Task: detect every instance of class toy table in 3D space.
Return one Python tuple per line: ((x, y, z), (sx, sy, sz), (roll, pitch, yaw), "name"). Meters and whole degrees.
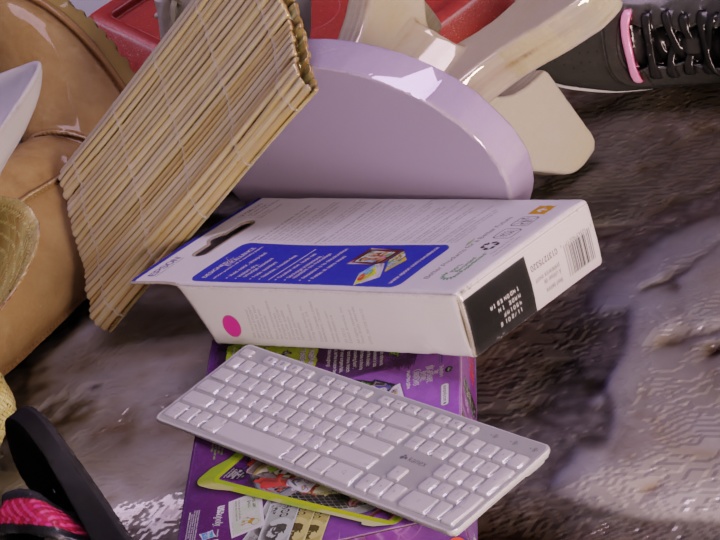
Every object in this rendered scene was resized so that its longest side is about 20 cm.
((0.026, -0.087, 1.348), (0.199, 0.184, 0.117), (10, 52, 44), "toy table")

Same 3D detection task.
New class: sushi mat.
((-0.084, -0.065, 1.343), (0.012, 0.200, 0.096), (6, 52, -35), "sushi mat")

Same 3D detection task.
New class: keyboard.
((-0.007, 0.066, 1.169), (0.056, 0.011, 0.200), (-33, 29, -29), "keyboard")

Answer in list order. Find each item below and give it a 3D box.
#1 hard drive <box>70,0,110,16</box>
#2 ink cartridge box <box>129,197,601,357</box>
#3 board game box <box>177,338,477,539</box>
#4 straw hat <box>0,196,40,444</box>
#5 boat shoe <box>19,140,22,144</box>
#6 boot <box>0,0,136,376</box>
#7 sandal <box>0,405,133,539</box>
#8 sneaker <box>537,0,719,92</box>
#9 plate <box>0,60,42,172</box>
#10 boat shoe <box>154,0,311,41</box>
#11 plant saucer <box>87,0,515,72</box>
((-0.197, -0.142, 1.703), (0.199, 0.026, 0.132), (-15, 20, -41), "hard drive")
((0.000, 0.000, 1.269), (0.199, 0.037, 0.095), (4, 28, 42), "ink cartridge box")
((-0.011, 0.072, 1.203), (0.119, 0.032, 0.200), (-17, 24, 11), "board game box")
((-0.207, 0.062, 1.296), (0.200, 0.085, 0.201), (-26, 25, 13), "straw hat")
((-0.168, -0.063, 1.561), (0.073, 0.075, 0.200), (9, 40, 24), "boat shoe")
((-0.189, -0.046, 1.440), (0.175, 0.066, 0.200), (42, 52, 14), "boot")
((-0.113, 0.113, 1.144), (0.045, 0.075, 0.200), (-34, 29, -8), "sandal")
((0.172, -0.115, 1.403), (0.199, 0.071, 0.099), (-8, 22, 14), "sneaker")
((-0.245, -0.004, 1.320), (0.199, 0.032, 0.200), (-19, 29, 26), "plate")
((-0.069, -0.124, 1.403), (0.066, 0.200, 0.072), (38, 55, 22), "boat shoe")
((-0.036, -0.132, 1.555), (0.199, 0.037, 0.199), (27, 48, 31), "plant saucer")
